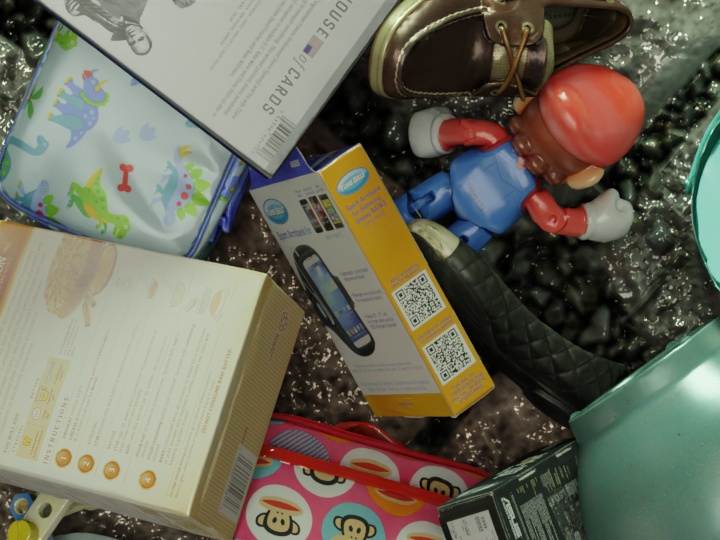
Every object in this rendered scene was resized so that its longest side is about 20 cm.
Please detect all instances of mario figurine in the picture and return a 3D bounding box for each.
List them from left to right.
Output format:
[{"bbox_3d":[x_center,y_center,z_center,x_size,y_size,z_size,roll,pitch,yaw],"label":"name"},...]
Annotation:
[{"bbox_3d":[0.103,-0.061,1.258,0.199,0.106,0.124,-35,124,14],"label":"mario figurine"}]

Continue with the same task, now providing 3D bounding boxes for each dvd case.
[{"bbox_3d":[-0.089,-0.174,1.130,0.199,0.025,0.151,37,91,-10],"label":"dvd case"}]

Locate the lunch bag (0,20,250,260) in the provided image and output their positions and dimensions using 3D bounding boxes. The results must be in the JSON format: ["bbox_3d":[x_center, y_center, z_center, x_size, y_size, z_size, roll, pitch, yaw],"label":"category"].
[{"bbox_3d":[-0.138,-0.103,1.260,0.159,0.082,0.202,24,91,4],"label":"lunch bag"}]

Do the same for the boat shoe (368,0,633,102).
[{"bbox_3d":[0.092,-0.142,1.174,0.072,0.199,0.073,30,124,38],"label":"boat shoe"}]

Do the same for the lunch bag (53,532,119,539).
[{"bbox_3d":[-0.161,0.268,1.212,0.198,0.170,0.128,23,118,1],"label":"lunch bag"}]

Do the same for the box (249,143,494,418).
[{"bbox_3d":[0.000,0.000,1.212,0.041,0.119,0.201,-31,100,-23],"label":"box"}]

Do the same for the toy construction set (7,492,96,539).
[{"bbox_3d":[-0.161,0.092,1.257,0.198,0.092,0.132,-26,64,-4],"label":"toy construction set"}]

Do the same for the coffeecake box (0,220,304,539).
[{"bbox_3d":[-0.156,0.066,1.179,0.198,0.073,0.155,11,74,23],"label":"coffeecake box"}]

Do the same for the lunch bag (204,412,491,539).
[{"bbox_3d":[0.000,0.176,1.219,0.198,0.082,0.177,16,51,-10],"label":"lunch bag"}]

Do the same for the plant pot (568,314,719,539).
[{"bbox_3d":[0.213,0.114,1.177,0.199,0.200,0.135,-35,84,4],"label":"plant pot"}]

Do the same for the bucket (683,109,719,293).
[{"bbox_3d":[0.303,-0.040,1.199,0.205,0.135,0.210,0,90,4],"label":"bucket"}]

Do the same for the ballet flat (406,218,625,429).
[{"bbox_3d":[0.096,0.030,1.230,0.200,0.066,0.057,43,70,-26],"label":"ballet flat"}]

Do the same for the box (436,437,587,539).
[{"bbox_3d":[0.132,0.219,1.200,0.043,0.160,0.202,-21,89,30],"label":"box"}]
